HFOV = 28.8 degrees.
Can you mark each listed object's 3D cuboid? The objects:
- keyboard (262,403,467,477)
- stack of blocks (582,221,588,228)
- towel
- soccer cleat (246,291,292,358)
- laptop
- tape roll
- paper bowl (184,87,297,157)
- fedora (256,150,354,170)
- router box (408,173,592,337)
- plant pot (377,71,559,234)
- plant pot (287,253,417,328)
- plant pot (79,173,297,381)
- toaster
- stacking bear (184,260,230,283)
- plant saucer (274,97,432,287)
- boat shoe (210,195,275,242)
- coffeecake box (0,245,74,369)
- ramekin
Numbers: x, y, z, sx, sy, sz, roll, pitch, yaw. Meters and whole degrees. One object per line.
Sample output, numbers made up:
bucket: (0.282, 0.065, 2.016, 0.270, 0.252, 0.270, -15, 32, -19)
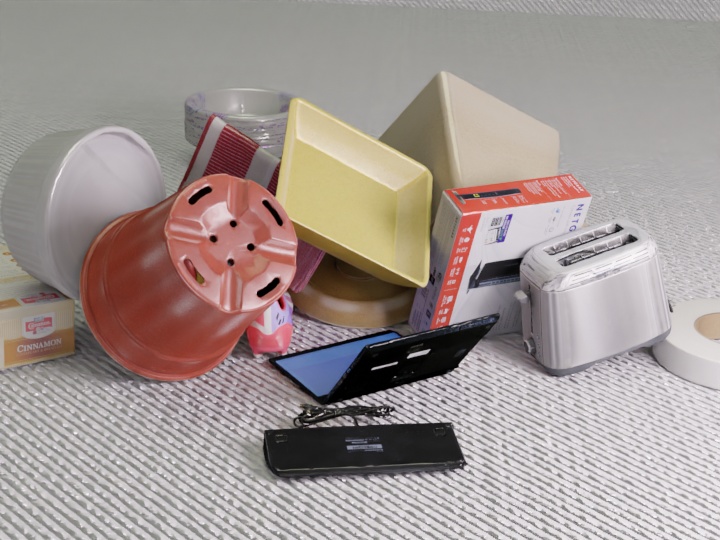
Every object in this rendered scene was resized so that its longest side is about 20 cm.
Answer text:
keyboard: (0.000, 0.172, 1.426, 0.199, 0.021, 0.127, 0, 28, -9)
stack of blocks: (0.267, -0.006, 1.845, 0.115, 0.059, 0.200, -1, 22, -9)
towel: (-0.123, -0.078, 1.679, 0.200, 0.144, 0.023, 35, 38, 6)
soccer cleat: (-0.112, 0.035, 1.679, 0.066, 0.077, 0.200, 0, 22, -6)
laptop: (0.023, 0.076, 1.550, 0.177, 0.200, 0.104, -13, 64, -32)
tape roll: (0.447, 0.087, 1.662, 0.202, 0.037, 0.203, 1, 21, -1)
paper bowl: (-0.188, -0.228, 2.298, 0.199, 0.105, 0.201, 1, 21, -1)
fedora: (-0.064, -0.080, 1.736, 0.176, 0.091, 0.200, 0, -10, -34)
router box: (0.162, -0.012, 1.653, 0.179, 0.201, 0.049, -9, 42, -26)
plant pot: (0.128, -0.091, 1.766, 0.199, 0.200, 0.178, 24, 40, -26)
plant pot: (0.000, 0.000, 1.777, 0.199, 0.028, 0.200, 1, 37, -1)
plant pot: (-0.172, -0.001, 1.496, 0.200, 0.202, 0.195, -13, -10, -33)
toaster: (0.275, 0.026, 1.621, 0.199, 0.130, 0.114, -18, 27, -10)
stacking bear: (-0.223, -0.008, 1.747, 0.121, 0.114, 0.200, 14, 29, 28)
plant saucer: (-0.014, -0.079, 1.594, 0.199, 0.048, 0.201, 27, 42, -20)
boat shoe: (-0.156, -0.070, 1.646, 0.199, 0.075, 0.066, 5, 57, 47)
coffeecake box: (-0.441, 0.044, 1.627, 0.153, 0.073, 0.200, -10, 25, -33)
ramekin: (-0.319, -0.069, 1.597, 0.094, 0.203, 0.202, 10, 22, 31)
